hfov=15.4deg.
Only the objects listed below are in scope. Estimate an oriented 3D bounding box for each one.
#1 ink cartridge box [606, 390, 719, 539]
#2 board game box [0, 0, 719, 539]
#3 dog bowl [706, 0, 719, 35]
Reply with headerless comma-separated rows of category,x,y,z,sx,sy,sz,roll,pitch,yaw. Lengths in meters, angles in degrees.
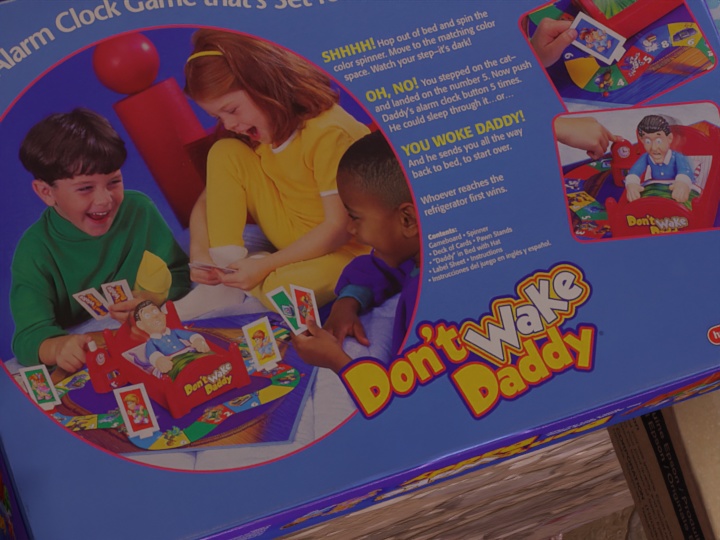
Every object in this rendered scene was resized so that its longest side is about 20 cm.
ink cartridge box,0.210,0.071,1.063,0.200,0.165,0.075,-17,170,-17
board game box,-0.004,-0.014,0.635,0.200,0.135,0.045,-17,169,-16
dog bowl,0.104,-0.064,0.818,0.111,0.050,0.200,-22,170,13
